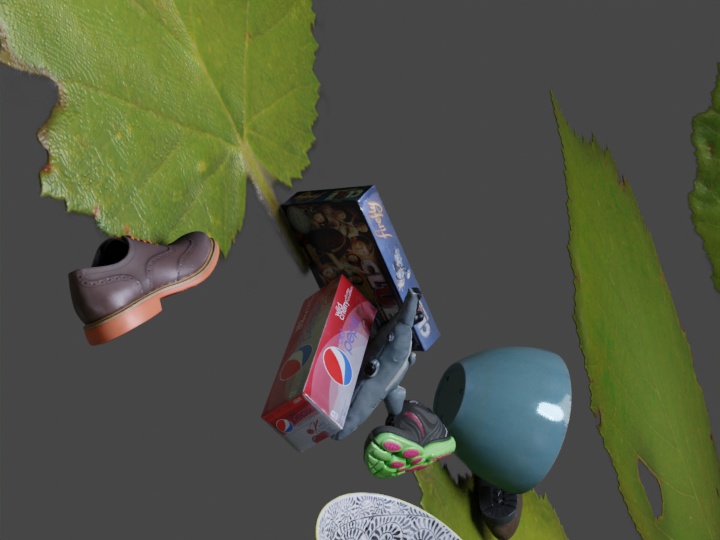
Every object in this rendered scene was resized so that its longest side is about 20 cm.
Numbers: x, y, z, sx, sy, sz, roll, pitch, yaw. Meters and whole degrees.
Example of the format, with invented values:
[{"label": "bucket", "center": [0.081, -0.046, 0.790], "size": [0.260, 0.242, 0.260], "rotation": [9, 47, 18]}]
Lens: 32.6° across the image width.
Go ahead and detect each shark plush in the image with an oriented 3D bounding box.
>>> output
[{"label": "shark plush", "center": [0.029, 0.108, 1.382], "size": [0.091, 0.200, 0.083], "rotation": [46, 34, 8]}]

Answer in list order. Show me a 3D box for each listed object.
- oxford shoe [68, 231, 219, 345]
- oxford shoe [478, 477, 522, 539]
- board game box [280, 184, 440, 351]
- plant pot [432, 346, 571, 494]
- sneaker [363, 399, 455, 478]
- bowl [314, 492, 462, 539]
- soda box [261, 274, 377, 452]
[{"label": "oxford shoe", "center": [-0.189, -0.006, 1.100], "size": [0.073, 0.070, 0.200], "rotation": [64, 26, -11]}, {"label": "oxford shoe", "center": [0.207, 0.307, 1.803], "size": [0.201, 0.072, 0.085], "rotation": [-73, 156, -46]}, {"label": "board game box", "center": [0.000, 0.000, 1.427], "size": [0.035, 0.134, 0.202], "rotation": [-41, 116, -36]}, {"label": "plant pot", "center": [0.178, 0.190, 1.681], "size": [0.133, 0.200, 0.202], "rotation": [18, 52, -19]}, {"label": "sneaker", "center": [0.049, 0.204, 1.516], "size": [0.085, 0.076, 0.200], "rotation": [63, 17, 16]}, {"label": "bowl", "center": [0.027, 0.338, 1.304], "size": [0.198, 0.095, 0.201], "rotation": [21, 25, -10]}, {"label": "soda box", "center": [-0.042, 0.098, 1.345], "size": [0.063, 0.070, 0.201], "rotation": [44, 34, -20]}]
